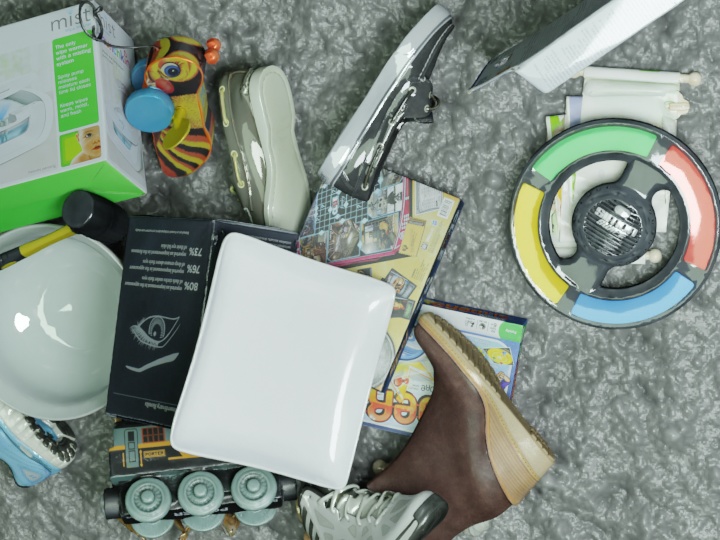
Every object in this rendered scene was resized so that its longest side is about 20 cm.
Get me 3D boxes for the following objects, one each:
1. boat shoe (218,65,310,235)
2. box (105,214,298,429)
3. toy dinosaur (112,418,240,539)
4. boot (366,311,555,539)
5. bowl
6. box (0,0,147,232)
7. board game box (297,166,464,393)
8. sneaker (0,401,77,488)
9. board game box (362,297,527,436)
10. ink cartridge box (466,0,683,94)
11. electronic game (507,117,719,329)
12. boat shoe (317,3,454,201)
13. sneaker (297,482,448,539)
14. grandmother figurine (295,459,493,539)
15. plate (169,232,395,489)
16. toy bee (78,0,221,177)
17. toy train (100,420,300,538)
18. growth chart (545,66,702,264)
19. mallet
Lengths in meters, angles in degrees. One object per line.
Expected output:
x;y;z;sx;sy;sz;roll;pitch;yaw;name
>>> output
-0.096;-0.099;1.676;0.060;0.072;0.202;1;106;31;boat shoe
-0.152;0.052;1.629;0.148;0.104;0.201;6;88;50;box
-0.214;0.220;1.779;0.200;0.060;0.106;39;78;5;toy dinosaur
0.069;0.159;1.639;0.166;0.072;0.200;-37;91;13;boot
-0.299;0.044;1.738;0.200;0.090;0.202;3;102;13;bowl
-0.321;-0.144;1.669;0.199;0.097;0.177;-13;69;14;box
0.000;0.000;1.656;0.135;0.035;0.201;23;88;11;board game box
-0.393;0.149;1.789;0.090;0.078;0.200;-43;88;20;sneaker
0.055;0.095;1.691;0.199;0.034;0.136;11;102;11;board game box
0.196;-0.210;1.515;0.200;0.200;0.041;-32;97;17;ink cartridge box
0.237;-0.043;1.603;0.199;0.042;0.201;3;103;13;electronic game
0.039;-0.154;1.619;0.066;0.070;0.200;34;89;2;boat shoe
-0.002;0.230;1.619;0.115;0.076;0.201;49;143;5;sneaker
0.040;0.249;1.713;0.199;0.061;0.122;-10;106;18;grandmother figurine
-0.074;0.084;1.571;0.032;0.200;0.200;8;82;55;plate
-0.175;-0.174;1.635;0.108;0.200;0.131;-12;64;15;toy bee
-0.162;0.199;1.717;0.199;0.085;0.114;-6;67;-4;toy train
0.233;-0.099;1.622;0.144;0.018;0.201;11;103;12;growth chart
-0.322;-0.024;1.647;0.199;0.066;0.041;-20;68;12;mallet
